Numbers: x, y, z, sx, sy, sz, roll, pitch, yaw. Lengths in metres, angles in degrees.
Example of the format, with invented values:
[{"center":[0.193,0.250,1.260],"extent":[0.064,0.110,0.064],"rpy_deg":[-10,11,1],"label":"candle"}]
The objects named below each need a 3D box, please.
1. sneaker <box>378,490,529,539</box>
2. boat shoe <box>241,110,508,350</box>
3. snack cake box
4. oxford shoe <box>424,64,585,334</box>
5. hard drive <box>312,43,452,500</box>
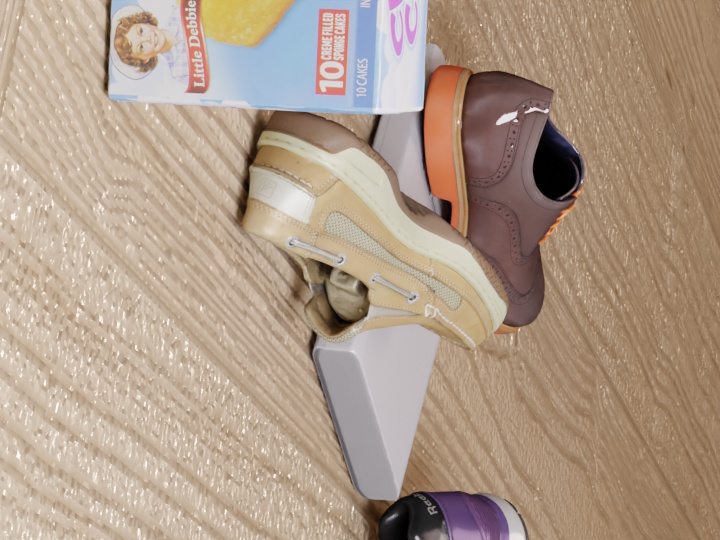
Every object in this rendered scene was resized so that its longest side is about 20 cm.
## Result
[{"center":[0.020,0.212,1.480],"extent":[0.087,0.076,0.201],"rpy_deg":[9,92,-45],"label":"sneaker"},{"center":[0.000,0.000,1.323],"extent":[0.200,0.071,0.076],"rpy_deg":[40,71,-48],"label":"boat shoe"},{"center":[-0.033,-0.163,1.094],"extent":[0.067,0.114,0.201],"rpy_deg":[-14,106,-72],"label":"snack cake box"},{"center":[0.084,-0.030,1.500],"extent":[0.200,0.072,0.071],"rpy_deg":[71,27,-54],"label":"oxford shoe"},{"center":[0.021,0.000,1.467],"extent":[0.132,0.027,0.201],"rpy_deg":[74,25,-50],"label":"hard drive"}]
